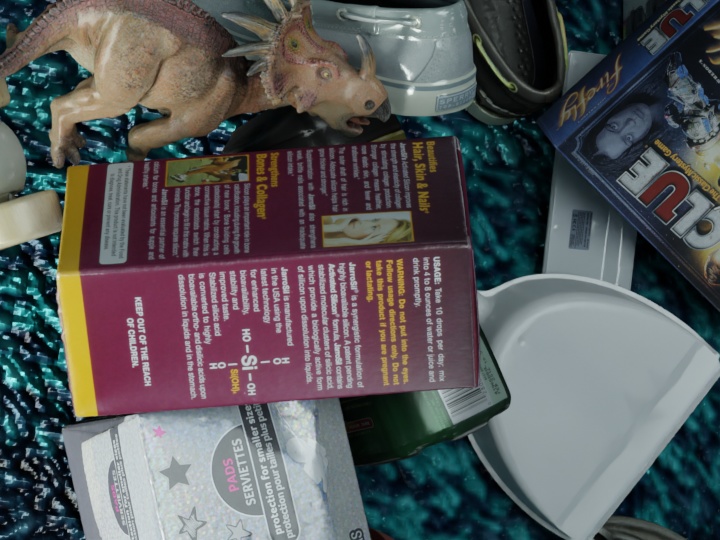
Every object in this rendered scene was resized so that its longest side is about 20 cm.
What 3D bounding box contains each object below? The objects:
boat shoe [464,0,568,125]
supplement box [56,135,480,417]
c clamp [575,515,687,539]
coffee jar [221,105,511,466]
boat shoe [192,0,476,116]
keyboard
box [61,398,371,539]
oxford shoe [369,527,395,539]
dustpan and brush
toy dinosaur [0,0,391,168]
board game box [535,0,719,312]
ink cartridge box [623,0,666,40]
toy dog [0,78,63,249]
[{"bbox_3d":[0.069,-0.185,1.537,0.072,0.061,0.202,-19,91,-27],"label":"boat shoe"},{"bbox_3d":[-0.045,0.002,1.338,0.199,0.110,0.086,-4,121,0],"label":"supplement box"},{"bbox_3d":[0.119,0.218,1.523,0.171,0.027,0.200,39,70,-15],"label":"c clamp"},{"bbox_3d":[0.000,0.000,1.457,0.085,0.104,0.201,-23,92,-28],"label":"coffee jar"},{"bbox_3d":[-0.018,-0.140,1.422,0.070,0.200,0.072,-23,125,-43],"label":"boat shoe"},{"bbox_3d":[0.132,-0.023,1.552,0.056,0.011,0.201,5,93,-18],"label":"keyboard"},{"bbox_3d":[-0.065,0.161,1.388,0.114,0.132,0.201,-13,89,-24],"label":"box"},{"bbox_3d":[0.053,0.201,1.411,0.075,0.200,0.071,23,107,-32],"label":"oxford shoe"},{"bbox_3d":[0.086,0.039,1.519,0.200,0.057,0.140,40,85,-16],"label":"dustpan and brush"},{"bbox_3d":[-0.095,-0.112,1.351,0.200,0.135,0.086,11,59,-35],"label":"toy dinosaur"},{"bbox_3d":[0.210,-0.065,1.530,0.135,0.035,0.200,-43,125,9],"label":"board game box"},{"bbox_3d":[0.218,-0.124,1.592,0.115,0.068,0.201,4,81,-22],"label":"ink cartridge box"},{"bbox_3d":[-0.249,-0.037,1.372,0.199,0.096,0.132,2,85,-9],"label":"toy dog"}]
